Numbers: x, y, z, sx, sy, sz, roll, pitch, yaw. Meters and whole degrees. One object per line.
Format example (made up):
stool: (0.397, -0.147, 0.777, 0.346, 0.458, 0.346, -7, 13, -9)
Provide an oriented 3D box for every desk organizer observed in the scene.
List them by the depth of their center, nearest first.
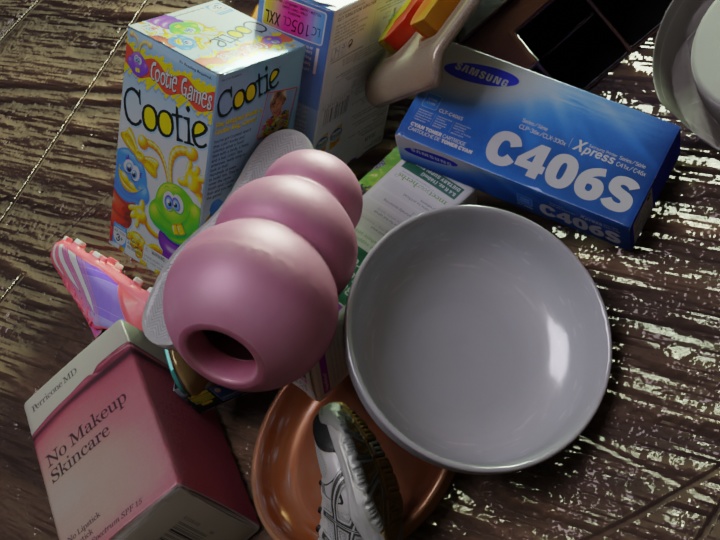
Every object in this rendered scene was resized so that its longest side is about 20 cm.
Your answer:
desk organizer: (0.168, -0.197, 1.277, 0.200, 0.072, 0.077, -40, 47, 12)

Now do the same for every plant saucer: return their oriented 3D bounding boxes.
plant saucer: (0.002, 0.138, 1.218, 0.200, 0.037, 0.201, -21, 52, 29)

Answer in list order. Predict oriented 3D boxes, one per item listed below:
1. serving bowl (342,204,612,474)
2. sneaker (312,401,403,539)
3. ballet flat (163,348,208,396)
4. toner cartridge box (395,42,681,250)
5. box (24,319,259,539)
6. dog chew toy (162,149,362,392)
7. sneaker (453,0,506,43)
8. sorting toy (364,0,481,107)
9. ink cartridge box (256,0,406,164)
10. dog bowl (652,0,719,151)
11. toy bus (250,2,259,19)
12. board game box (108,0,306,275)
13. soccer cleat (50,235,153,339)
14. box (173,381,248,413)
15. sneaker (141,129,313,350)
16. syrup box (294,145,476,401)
serving bowl: (0.079, 0.056, 1.131, 0.066, 0.200, 0.201, 124, 163, -66)
sneaker: (-0.010, 0.197, 1.111, 0.088, 0.076, 0.200, -23, 77, 19)
ballet flat: (-0.134, 0.024, 1.294, 0.063, 0.069, 0.200, -23, 38, 5)
toner cartridge box: (0.136, -0.098, 1.193, 0.200, 0.043, 0.095, 23, 71, 19)
box: (-0.188, 0.164, 1.307, 0.128, 0.109, 0.200, -41, 45, 12)
dog chew toy: (-0.059, -0.010, 1.110, 0.124, 0.125, 0.200, -8, 40, 36)
sneaker: (0.072, -0.248, 1.385, 0.200, 0.075, 0.114, -24, 52, 29)
sorting toy: (0.073, -0.229, 1.230, 0.200, 0.036, 0.185, -59, 13, -8)
ink cartridge box: (-0.032, -0.159, 1.322, 0.076, 0.200, 0.136, 24, 34, 23)
dog bowl: (0.317, -0.164, 1.140, 0.200, 0.059, 0.200, -21, 51, 28)
toy bus: (-0.070, -0.213, 1.460, 0.078, 0.065, 0.200, 32, 100, 17)
board game box: (-0.128, -0.101, 1.261, 0.103, 0.105, 0.200, 31, 127, 28)
soccer cleat: (-0.249, 0.027, 1.483, 0.200, 0.067, 0.077, 27, 86, 43)
box: (-0.086, 0.017, 1.342, 0.137, 0.040, 0.200, -24, 38, 26)
sneaker: (-0.084, -0.003, 1.238, 0.074, 0.116, 0.200, 31, 78, 30)
syrup box: (0.000, 0.000, 1.217, 0.079, 0.082, 0.200, 34, 61, 26)
